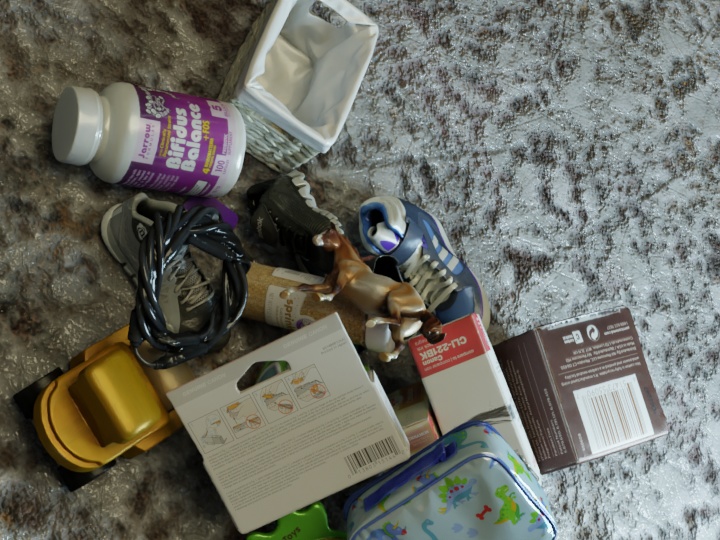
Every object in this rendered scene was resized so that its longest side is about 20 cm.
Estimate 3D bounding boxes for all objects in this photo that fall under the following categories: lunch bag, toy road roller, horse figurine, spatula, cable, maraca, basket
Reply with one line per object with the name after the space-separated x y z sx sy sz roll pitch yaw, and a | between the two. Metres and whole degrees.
0.091 0.258 1.459 0.161 0.199 0.083 49 14 -24 | lunch bag
-0.242 0.128 1.442 0.199 0.146 0.124 -33 92 -38 | toy road roller
0.011 0.030 1.485 0.199 0.050 0.132 29 30 18 | horse figurine
-0.130 -0.014 1.650 0.200 0.020 0.057 44 60 -15 | spatula
-0.179 0.011 1.473 0.200 0.050 0.165 -22 110 -60 | cable
-0.041 0.339 1.519 0.137 0.107 0.200 -43 106 -6 | maraca
-0.084 -0.235 1.701 0.135 0.123 0.201 33 56 -19 | basket

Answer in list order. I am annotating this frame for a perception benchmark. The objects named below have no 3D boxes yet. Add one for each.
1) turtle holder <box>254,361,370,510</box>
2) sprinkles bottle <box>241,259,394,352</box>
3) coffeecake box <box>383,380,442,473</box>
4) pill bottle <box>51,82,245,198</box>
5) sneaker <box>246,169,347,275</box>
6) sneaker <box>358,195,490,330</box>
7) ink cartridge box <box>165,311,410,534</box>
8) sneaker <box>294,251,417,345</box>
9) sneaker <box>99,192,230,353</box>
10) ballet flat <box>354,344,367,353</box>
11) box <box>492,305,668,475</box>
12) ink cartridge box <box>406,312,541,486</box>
-0.066 0.169 1.542 0.141 0.185 0.132 43 10 -11 | turtle holder
-0.051 0.039 1.577 0.198 0.069 0.069 13 58 16 | sprinkles bottle
0.082 0.245 1.592 0.154 0.072 0.202 -80 147 -78 | coffeecake box
-0.237 -0.148 1.571 0.198 0.112 0.114 7 69 -32 | pill bottle
-0.079 -0.048 1.629 0.090 0.067 0.200 -10 36 -20 | sneaker
0.064 -0.004 1.706 0.146 0.080 0.201 13 42 -50 | sneaker
-0.073 0.153 1.446 0.045 0.198 0.178 -91 155 -74 | ink cartridge box
0.000 0.000 1.649 0.075 0.085 0.200 -28 56 -36 | sneaker
-0.198 0.000 1.539 0.200 0.115 0.075 50 53 -8 | sneaker
-0.018 0.075 1.676 0.199 0.074 0.075 -31 91 -40 | ballet flat
0.234 0.159 1.721 0.165 0.199 0.166 -11 79 -37 | box
0.130 0.156 1.580 0.083 0.144 0.202 -22 85 6 | ink cartridge box
